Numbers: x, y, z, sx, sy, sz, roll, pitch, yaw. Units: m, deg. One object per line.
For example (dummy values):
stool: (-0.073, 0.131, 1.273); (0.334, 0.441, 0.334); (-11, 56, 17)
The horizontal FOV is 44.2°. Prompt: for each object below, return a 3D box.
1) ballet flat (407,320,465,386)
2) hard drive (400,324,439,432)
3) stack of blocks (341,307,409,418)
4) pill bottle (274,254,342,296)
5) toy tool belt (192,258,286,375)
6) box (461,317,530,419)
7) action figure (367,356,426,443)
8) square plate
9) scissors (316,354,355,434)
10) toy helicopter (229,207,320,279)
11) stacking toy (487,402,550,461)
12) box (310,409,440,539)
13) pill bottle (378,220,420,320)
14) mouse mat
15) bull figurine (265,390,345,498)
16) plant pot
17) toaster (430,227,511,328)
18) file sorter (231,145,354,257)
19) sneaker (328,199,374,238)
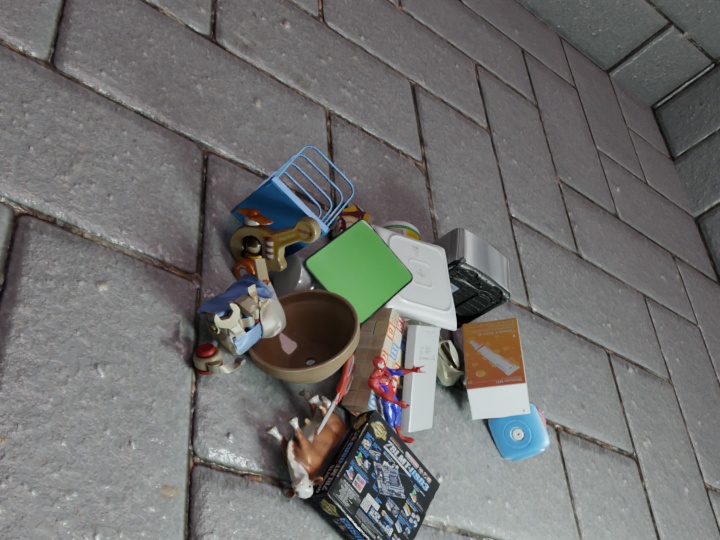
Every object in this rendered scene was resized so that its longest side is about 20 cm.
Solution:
ballet flat: (0.159, 0.150, 1.900); (0.069, 0.069, 0.200); (-18, 74, -53)
hard drive: (0.116, 0.208, 1.721); (0.132, 0.027, 0.200); (13, 80, -66)
stack of blocks: (0.038, 0.184, 1.669); (0.115, 0.059, 0.200); (47, 50, -47)
pill bottle: (-0.062, 0.038, 1.702); (0.200, 0.113, 0.113); (20, 46, -38)
toy tool belt: (-0.215, 0.071, 1.480); (0.200, 0.125, 0.123); (-41, 133, -43)
box: (0.288, 0.208, 1.904); (0.200, 0.124, 0.098); (-87, 167, -50)
action figure: (0.075, 0.238, 1.583); (0.065, 0.099, 0.200); (-47, 126, -48)
square plate: (0.112, 0.011, 1.784); (0.200, 0.028, 0.198); (16, 54, -34)
scissors: (-0.040, 0.225, 1.534); (0.014, 0.073, 0.200); (12, 44, 10)
toy helicopter: (-0.158, -0.063, 1.604); (0.079, 0.200, 0.132); (-35, 106, -55)
stacking toy: (0.369, 0.339, 1.966); (0.110, 0.116, 0.200); (67, 22, 5)
box: (0.031, 0.378, 1.525); (0.200, 0.050, 0.199); (51, 43, -17)
pill bottle: (0.079, 0.003, 1.880); (0.113, 0.113, 0.200); (28, 42, -31)
mouse mat: (0.000, 0.000, 1.679); (0.161, 0.008, 0.200); (49, 48, 2)
bull figurine: (-0.090, 0.289, 1.488); (0.121, 0.065, 0.200); (64, 29, -13)
plant pot: (-0.095, 0.132, 1.565); (0.201, 0.201, 0.093); (-79, 164, -47)
toaster: (0.223, 0.017, 1.973); (0.181, 0.200, 0.119); (31, 45, -27)
file sorter: (-0.124, -0.130, 1.671); (0.139, 0.200, 0.123); (44, 61, -12)
sneaker: (-0.036, -0.076, 1.875); (0.090, 0.075, 0.200); (36, 31, -10)
